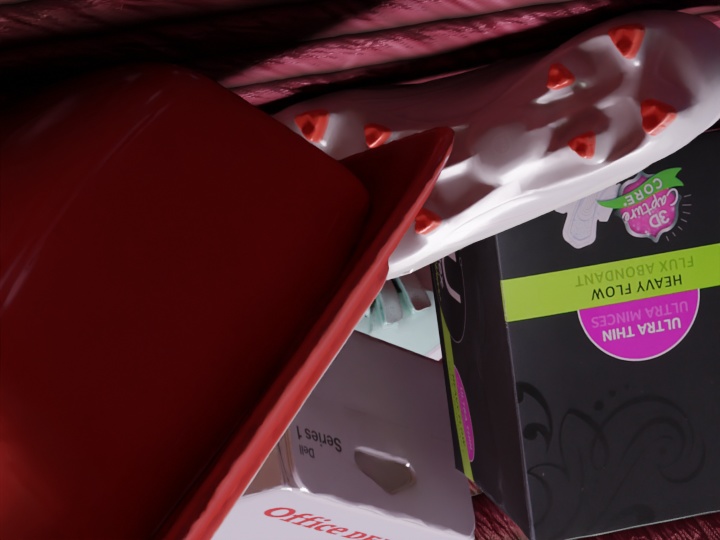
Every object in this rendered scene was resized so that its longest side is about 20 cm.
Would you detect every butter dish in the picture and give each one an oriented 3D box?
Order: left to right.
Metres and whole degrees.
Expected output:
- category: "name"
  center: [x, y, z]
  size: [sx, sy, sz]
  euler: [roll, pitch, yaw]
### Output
- category: "butter dish"
  center: [-0.102, 0.007, 0.875]
  size: [0.199, 0.148, 0.200]
  euler: [-21, -150, 56]

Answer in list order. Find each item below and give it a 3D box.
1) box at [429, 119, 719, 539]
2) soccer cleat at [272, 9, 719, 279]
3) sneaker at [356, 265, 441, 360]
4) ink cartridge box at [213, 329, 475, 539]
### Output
- category: "box"
  center: [0.136, 0.007, 1.128]
  size: [0.200, 0.149, 0.124]
  euler: [-10, -169, -11]
- category: "soccer cleat"
  center: [0.042, -0.041, 1.013]
  size: [0.200, 0.069, 0.078]
  euler: [-17, 176, 26]
- category: "sneaker"
  center: [0.000, 0.000, 1.317]
  size: [0.200, 0.074, 0.118]
  euler: [-32, 157, -34]
- category: "ink cartridge box"
  center: [-0.073, 0.088, 1.209]
  size: [0.200, 0.085, 0.146]
  euler: [-19, 158, 28]
